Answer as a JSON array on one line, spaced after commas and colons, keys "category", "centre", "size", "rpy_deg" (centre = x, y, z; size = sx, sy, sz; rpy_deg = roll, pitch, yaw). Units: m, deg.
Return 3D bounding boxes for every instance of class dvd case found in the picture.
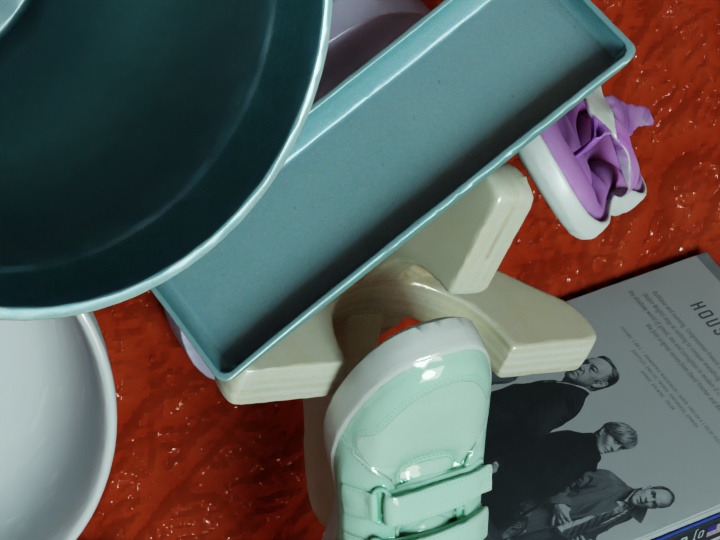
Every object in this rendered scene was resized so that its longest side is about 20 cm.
[{"category": "dvd case", "centre": [0.117, 0.071, 1.031], "size": [0.198, 0.151, 0.025], "rpy_deg": [-18, 135, -20]}]

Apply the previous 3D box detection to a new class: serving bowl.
[{"category": "serving bowl", "centre": [-0.194, 0.043, 0.884], "size": [0.198, 0.066, 0.202], "rpy_deg": [-1, 116, -2]}]

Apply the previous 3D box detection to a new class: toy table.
[{"category": "toy table", "centre": [0.000, 0.000, 0.922], "size": [0.182, 0.117, 0.201], "rpy_deg": [-13, 138, -28]}]

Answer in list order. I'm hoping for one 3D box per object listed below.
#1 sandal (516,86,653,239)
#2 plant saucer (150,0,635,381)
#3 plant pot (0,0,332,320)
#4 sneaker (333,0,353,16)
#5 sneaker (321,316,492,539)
[{"category": "sandal", "centre": [0.099, -0.063, 0.951], "size": [0.050, 0.203, 0.083], "rpy_deg": [-33, 87, 13]}, {"category": "plant saucer", "centre": [0.009, -0.041, 0.843], "size": [0.199, 0.070, 0.019], "rpy_deg": [-38, 154, -4]}, {"category": "plant pot", "centre": [-0.139, -0.108, 0.780], "size": [0.198, 0.188, 0.202], "rpy_deg": [-10, 113, -26]}, {"category": "sneaker", "centre": [-0.027, -0.195, 0.870], "size": [0.129, 0.080, 0.200], "rpy_deg": [23, 111, -43]}, {"category": "sneaker", "centre": [0.035, 0.117, 0.882], "size": [0.073, 0.119, 0.201], "rpy_deg": [-14, 138, -24]}]
